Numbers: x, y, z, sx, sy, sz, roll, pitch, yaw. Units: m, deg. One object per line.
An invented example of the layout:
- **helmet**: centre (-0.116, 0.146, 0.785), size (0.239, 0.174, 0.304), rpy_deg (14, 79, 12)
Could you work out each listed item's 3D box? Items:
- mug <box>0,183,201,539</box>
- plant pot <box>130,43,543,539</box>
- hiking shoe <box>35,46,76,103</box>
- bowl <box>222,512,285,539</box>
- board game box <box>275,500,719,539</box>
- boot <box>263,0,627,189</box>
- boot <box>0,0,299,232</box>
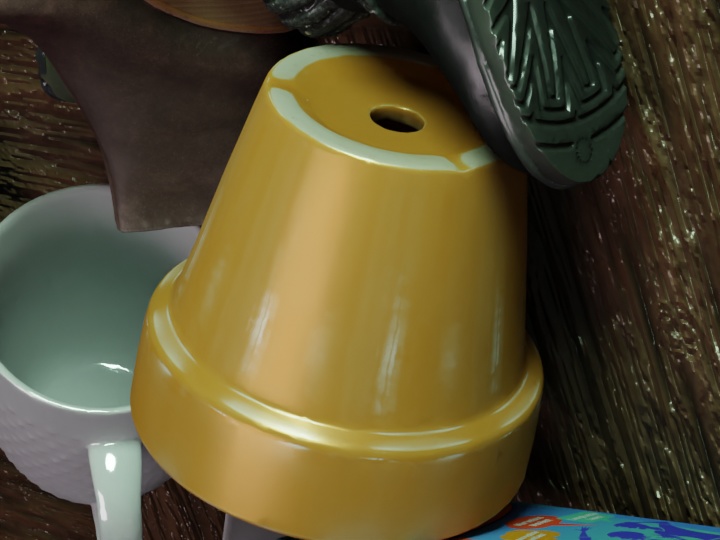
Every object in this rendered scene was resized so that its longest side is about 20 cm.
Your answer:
- **mug**: centre (-0.147, 0.079, 1.494), size (0.175, 0.147, 0.200), rpy_deg (101, 161, -60)
- **plant pot**: centre (0.000, 0.000, 1.243), size (0.200, 0.200, 0.184), rpy_deg (32, 126, 31)
- **hiking shoe**: centre (-0.117, -0.151, 1.360), size (0.101, 0.076, 0.200), rpy_deg (27, 147, 18)
- **bowl**: centre (-0.024, 0.142, 1.396), size (0.074, 0.200, 0.200), rpy_deg (1, 147, 7)
- **board game box**: centre (0.082, 0.148, 1.250), size (0.200, 0.152, 0.045), rpy_deg (4, 97, 32)
- **boot**: centre (0.024, -0.122, 1.183), size (0.158, 0.079, 0.211), rpy_deg (-22, 91, 49)
- **boot**: centre (-0.126, -0.092, 1.301), size (0.072, 0.200, 0.167), rpy_deg (-117, 23, -60)
